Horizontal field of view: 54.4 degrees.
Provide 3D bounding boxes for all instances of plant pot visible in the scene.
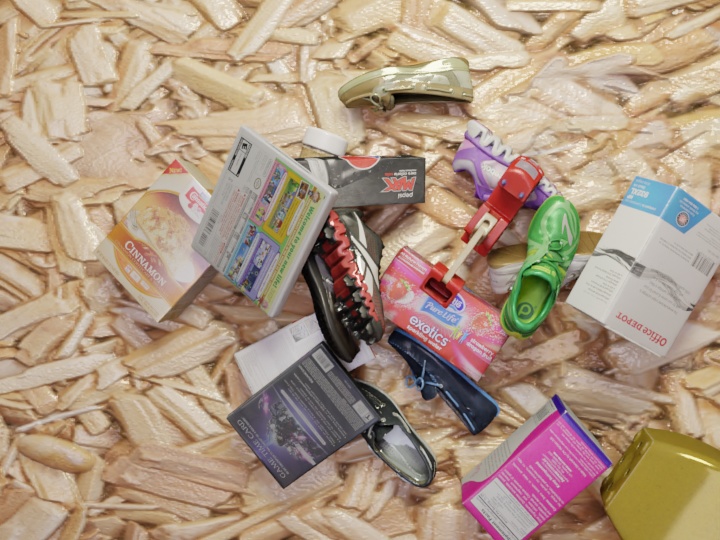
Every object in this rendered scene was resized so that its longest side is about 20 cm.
[{"bbox_3d":[0.443,0.328,0.955,0.199,0.194,0.197,34,97,14],"label":"plant pot"}]

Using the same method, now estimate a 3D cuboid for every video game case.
[{"bbox_3d":[-0.086,0.219,1.052,0.199,0.019,0.143,-38,93,16],"label":"video game case"},{"bbox_3d":[-0.139,-0.068,0.974,0.181,0.022,0.202,37,112,24],"label":"video game case"}]

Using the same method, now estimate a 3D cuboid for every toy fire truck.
[{"bbox_3d":[0.166,-0.055,0.946,0.049,0.141,0.201,37,119,8],"label":"toy fire truck"}]

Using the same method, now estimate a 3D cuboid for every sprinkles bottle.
[{"bbox_3d":[-0.081,-0.112,1.062,0.067,0.068,0.203,20,95,7],"label":"sprinkles bottle"}]

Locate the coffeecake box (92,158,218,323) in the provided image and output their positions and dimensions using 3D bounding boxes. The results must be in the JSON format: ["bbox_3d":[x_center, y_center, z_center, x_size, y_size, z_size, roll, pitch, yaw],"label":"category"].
[{"bbox_3d":[-0.288,-0.046,1.093,0.154,0.073,0.200,45,97,5],"label":"coffeecake box"}]

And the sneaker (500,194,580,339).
[{"bbox_3d":[0.248,-0.003,0.935,0.073,0.084,0.203,19,86,2],"label":"sneaker"}]

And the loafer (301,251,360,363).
[{"bbox_3d":[-0.034,0.034,1.014,0.070,0.073,0.203,-19,92,-14],"label":"loafer"}]

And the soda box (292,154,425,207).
[{"bbox_3d":[-0.007,-0.129,1.011,0.197,0.063,0.072,-5,103,-17],"label":"soda box"}]

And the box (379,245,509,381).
[{"bbox_3d":[0.117,0.059,1.028,0.199,0.095,0.100,35,96,5],"label":"box"}]

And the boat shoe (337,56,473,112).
[{"bbox_3d":[0.066,-0.262,1.034,0.197,0.073,0.064,-10,87,1],"label":"boat shoe"}]

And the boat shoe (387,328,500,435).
[{"bbox_3d":[0.115,0.167,1.039,0.199,0.084,0.069,39,86,7],"label":"boat shoe"}]

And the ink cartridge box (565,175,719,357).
[{"bbox_3d":[0.398,-0.003,0.962,0.144,0.084,0.202,25,97,-28],"label":"ink cartridge box"}]

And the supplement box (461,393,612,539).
[{"bbox_3d":[0.249,0.293,1.018,0.200,0.101,0.104,-43,87,9],"label":"supplement box"}]

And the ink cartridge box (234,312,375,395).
[{"bbox_3d":[-0.084,0.131,1.085,0.198,0.050,0.110,-28,88,7],"label":"ink cartridge box"}]

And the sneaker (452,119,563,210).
[{"bbox_3d":[0.213,-0.126,1.020,0.200,0.080,0.089,41,104,9],"label":"sneaker"}]

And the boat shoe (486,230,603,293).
[{"bbox_3d":[0.282,-0.007,1.022,0.197,0.071,0.070,-9,118,1],"label":"boat shoe"}]

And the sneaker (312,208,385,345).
[{"bbox_3d":[0.000,0.000,0.970,0.071,0.097,0.203,-33,77,53],"label":"sneaker"}]

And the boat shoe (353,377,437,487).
[{"bbox_3d":[0.040,0.245,1.066,0.199,0.060,0.076,40,98,5],"label":"boat shoe"}]
